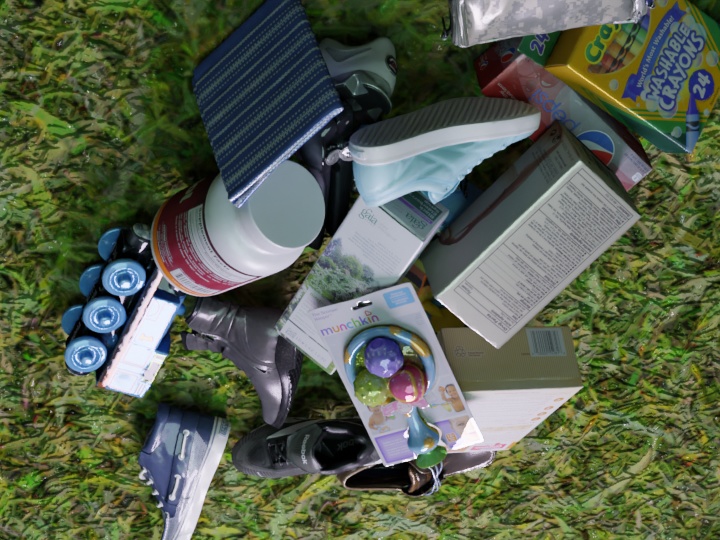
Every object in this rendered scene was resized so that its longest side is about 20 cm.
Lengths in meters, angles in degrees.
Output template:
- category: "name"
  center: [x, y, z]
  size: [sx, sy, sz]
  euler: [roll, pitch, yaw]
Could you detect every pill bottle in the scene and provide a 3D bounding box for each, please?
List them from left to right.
- category: "pill bottle"
  center: [-0.119, -0.045, 1.497]
  size: [0.112, 0.114, 0.199]
  euler: [33, 154, -23]

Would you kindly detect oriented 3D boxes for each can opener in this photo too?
- category: "can opener"
  center: [-0.032, -0.095, 1.500]
  size: [0.063, 0.079, 0.201]
  euler: [-26, 145, -16]

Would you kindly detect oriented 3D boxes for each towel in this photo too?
- category: "towel"
  center: [-0.090, -0.167, 1.430]
  size: [0.144, 0.201, 0.024]
  euler: [-40, 134, 20]

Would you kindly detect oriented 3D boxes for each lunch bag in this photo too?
- category: "lunch bag"
  center: [0.160, -0.296, 1.374]
  size: [0.197, 0.140, 0.170]
  euler: [-9, 107, 1]

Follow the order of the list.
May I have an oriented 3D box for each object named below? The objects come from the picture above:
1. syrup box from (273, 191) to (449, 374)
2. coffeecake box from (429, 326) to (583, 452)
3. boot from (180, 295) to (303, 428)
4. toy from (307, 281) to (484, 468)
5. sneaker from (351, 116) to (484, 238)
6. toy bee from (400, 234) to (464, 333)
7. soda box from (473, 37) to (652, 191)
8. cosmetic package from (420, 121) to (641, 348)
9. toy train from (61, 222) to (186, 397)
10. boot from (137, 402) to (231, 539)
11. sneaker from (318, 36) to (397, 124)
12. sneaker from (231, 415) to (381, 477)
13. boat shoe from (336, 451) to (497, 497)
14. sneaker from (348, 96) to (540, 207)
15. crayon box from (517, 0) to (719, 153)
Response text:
- category: "syrup box"
  center: [0.000, 0.000, 1.531]
  size: [0.078, 0.081, 0.201]
  euler: [37, 122, 4]
- category: "coffeecake box"
  center: [0.127, 0.133, 1.653]
  size: [0.151, 0.074, 0.200]
  euler: [-1, 155, -21]
- category: "boot"
  center: [-0.130, 0.092, 1.676]
  size: [0.130, 0.070, 0.201]
  euler: [13, 139, 3]
- category: "toy"
  center: [0.035, 0.117, 1.514]
  size: [0.114, 0.047, 0.201]
  euler: [-16, 120, 20]
- category: "sneaker"
  center: [0.072, -0.097, 1.562]
  size: [0.198, 0.079, 0.090]
  euler: [23, 116, -19]
- category: "toy bee"
  center: [0.053, 0.047, 1.626]
  size: [0.130, 0.108, 0.203]
  euler: [16, 117, 38]
- category: "soda box"
  center: [0.205, -0.155, 1.540]
  size: [0.070, 0.064, 0.200]
  euler: [-40, 117, 20]
- category: "cosmetic package"
  center: [0.166, -0.035, 1.517]
  size: [0.200, 0.088, 0.103]
  euler: [-43, 120, 16]
- category: "toy train"
  center: [-0.245, 0.040, 1.629]
  size: [0.113, 0.087, 0.201]
  euler: [17, 119, -26]
- category: "boot"
  center: [-0.223, 0.244, 1.782]
  size: [0.089, 0.073, 0.202]
  euler: [18, 113, -8]
- category: "sneaker"
  center: [-0.047, -0.183, 1.505]
  size: [0.198, 0.089, 0.074]
  euler: [-6, 143, 29]
- category: "sneaker"
  center: [-0.062, 0.200, 1.726]
  size: [0.197, 0.090, 0.068]
  euler: [-7, 87, 16]
- category: "boat shoe"
  center: [0.067, 0.228, 1.783]
  size: [0.197, 0.073, 0.073]
  euler: [-8, 125, 1]
- category: "sneaker"
  center: [0.081, -0.111, 1.458]
  size: [0.197, 0.074, 0.083]
  euler: [-14, 121, -16]
- category: "crayon box"
  center: [0.264, -0.217, 1.475]
  size: [0.199, 0.051, 0.127]
  euler: [30, 83, -22]
